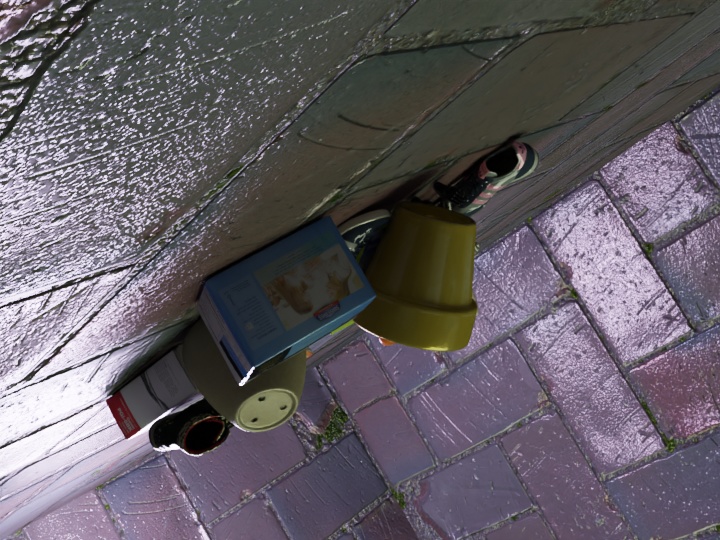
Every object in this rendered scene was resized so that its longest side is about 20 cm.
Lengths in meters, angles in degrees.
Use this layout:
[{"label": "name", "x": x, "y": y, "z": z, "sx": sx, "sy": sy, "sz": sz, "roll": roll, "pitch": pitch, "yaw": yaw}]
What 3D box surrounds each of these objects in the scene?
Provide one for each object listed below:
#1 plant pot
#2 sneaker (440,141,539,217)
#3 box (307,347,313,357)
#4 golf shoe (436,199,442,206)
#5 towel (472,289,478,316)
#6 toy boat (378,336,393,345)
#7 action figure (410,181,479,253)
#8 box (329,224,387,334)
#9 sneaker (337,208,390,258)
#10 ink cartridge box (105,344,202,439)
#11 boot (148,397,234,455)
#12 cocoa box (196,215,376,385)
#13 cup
[{"label": "plant pot", "x": 0.095, "y": 0.001, "z": 1.496, "sx": 0.200, "sy": 0.198, "sz": 0.192, "roll": -18, "pitch": 123, "yaw": -64}, {"label": "sneaker", "x": 0.210, "y": -0.159, "z": 1.665, "sx": 0.199, "sy": 0.071, "sz": 0.082, "roll": -37, "pitch": 155, "yaw": 20}, {"label": "box", "x": -0.179, "y": 0.162, "z": 2.010, "sx": 0.123, "sy": 0.098, "sz": 0.200, "roll": -32, "pitch": 174, "yaw": -2}, {"label": "golf shoe", "x": 0.172, "y": -0.093, "z": 1.803, "sx": 0.199, "sy": 0.093, "sz": 0.072, "roll": -36, "pitch": 172, "yaw": 23}, {"label": "towel", "x": 0.119, "y": 0.019, "z": 1.832, "sx": 0.188, "sy": 0.033, "sz": 0.201, "roll": 0, "pitch": 142, "yaw": 21}, {"label": "toy boat", "x": 0.038, "y": 0.073, "z": 1.765, "sx": 0.198, "sy": 0.133, "sz": 0.130, "roll": -8, "pitch": -171, "yaw": 43}, {"label": "action figure", "x": 0.132, "y": -0.049, "z": 1.635, "sx": 0.118, "sy": 0.102, "sz": 0.201, "roll": -26, "pitch": 145, "yaw": -14}, {"label": "box", "x": 0.000, "y": 0.000, "z": 1.592, "sx": 0.121, "sy": 0.047, "sz": 0.202, "roll": -25, "pitch": 143, "yaw": -54}, {"label": "sneaker", "x": -0.028, "y": -0.015, "z": 1.458, "sx": 0.199, "sy": 0.085, "sz": 0.075, "roll": -33, "pitch": 174, "yaw": 3}, {"label": "ink cartridge box", "x": -0.320, "y": 0.199, "z": 1.674, "sx": 0.199, "sy": 0.084, "sz": 0.146, "roll": -35, "pitch": 172, "yaw": 31}, {"label": "boot", "x": -0.234, "y": 0.247, "z": 1.583, "sx": 0.202, "sy": 0.074, "sz": 0.153, "roll": -22, "pitch": -173, "yaw": -29}, {"label": "cocoa box", "x": -0.103, "y": 0.041, "z": 1.301, "sx": 0.199, "sy": 0.134, "sz": 0.131, "roll": -29, "pitch": 173, "yaw": -22}, {"label": "cup", "x": -0.164, "y": 0.162, "z": 1.488, "sx": 0.198, "sy": 0.144, "sz": 0.202, "roll": -14, "pitch": 138, "yaw": -13}]
